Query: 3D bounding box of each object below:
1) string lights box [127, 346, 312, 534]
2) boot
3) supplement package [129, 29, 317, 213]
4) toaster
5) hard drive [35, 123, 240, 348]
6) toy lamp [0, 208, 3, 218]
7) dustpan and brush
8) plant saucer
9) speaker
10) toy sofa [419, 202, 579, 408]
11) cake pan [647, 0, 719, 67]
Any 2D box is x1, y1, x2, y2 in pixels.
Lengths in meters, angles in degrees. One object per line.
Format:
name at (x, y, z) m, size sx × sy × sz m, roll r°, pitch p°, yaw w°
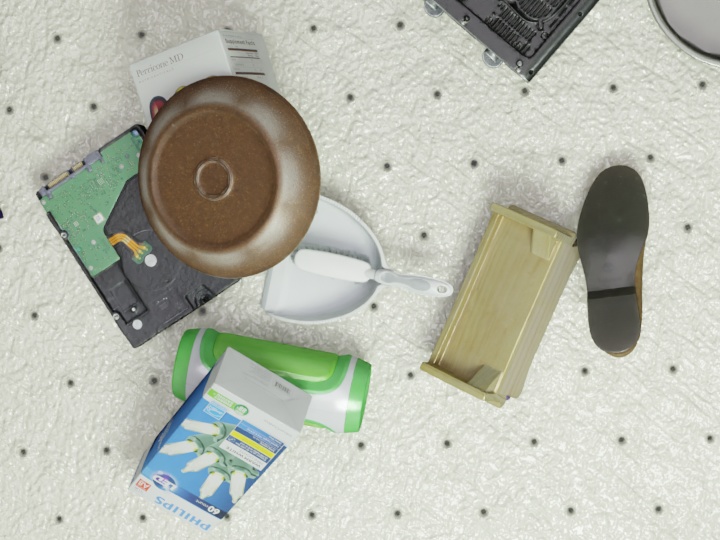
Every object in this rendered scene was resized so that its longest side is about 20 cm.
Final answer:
string lights box at (-0.146, 0.177, 1.562) m, size 0.103 × 0.059 × 0.200 m, roll 31°, pitch 128°, yaw -11°
boot at (0.266, -0.008, 1.583) m, size 0.073 × 0.075 × 0.201 m, roll 0°, pitch 78°, yaw 17°
supplement package at (-0.140, -0.134, 1.564) m, size 0.113 × 0.109 × 0.201 m, roll -18°, pitch 89°, yaw 21°
toaster at (0.160, -0.316, 1.545) m, size 0.181 × 0.119 × 0.200 m, roll 40°, pitch 95°, yaw 1°
hard drive at (-0.237, -0.037, 1.627) m, size 0.140 × 0.038 × 0.200 m, roll -34°, pitch 91°, yaw 5°
toy lamp at (-0.415, -0.154, 1.624) m, size 0.058 × 0.058 × 0.201 m, roll -4°, pitch 91°, yaw 4°
dustpan and brush at (0.000, 0.000, 1.599) m, size 0.199 × 0.057 × 0.140 m, roll 12°, pitch 93°, yaw 4°
plant saucer at (-0.137, -0.090, 1.490) m, size 0.200 × 0.037 × 0.201 m, roll 3°, pitch 97°, yaw 21°
speaker at (-0.092, 0.115, 1.595) m, size 0.199 × 0.088 × 0.089 m, roll 11°, pitch 93°, yaw 4°
toy sofa at (0.149, 0.036, 1.589) m, size 0.083 × 0.098 × 0.200 m, roll 25°, pitch 95°, yaw 26°
cake pan at (0.391, -0.307, 1.570) m, size 0.200 × 0.037 × 0.201 m, roll 0°, pitch 92°, yaw 4°
